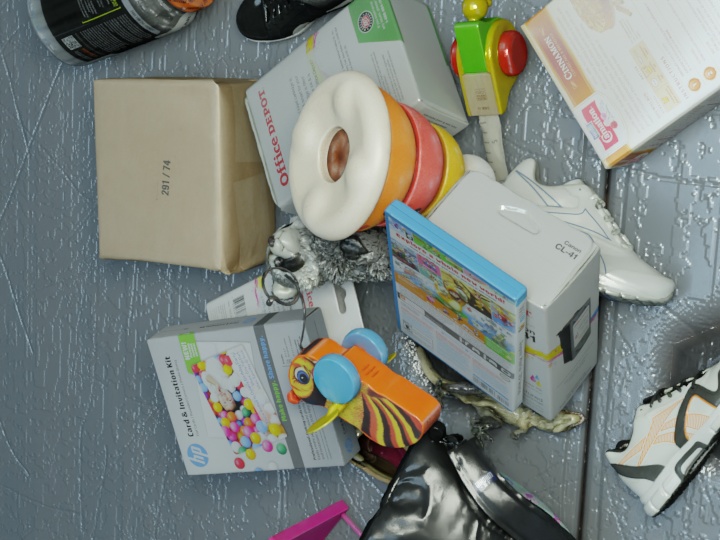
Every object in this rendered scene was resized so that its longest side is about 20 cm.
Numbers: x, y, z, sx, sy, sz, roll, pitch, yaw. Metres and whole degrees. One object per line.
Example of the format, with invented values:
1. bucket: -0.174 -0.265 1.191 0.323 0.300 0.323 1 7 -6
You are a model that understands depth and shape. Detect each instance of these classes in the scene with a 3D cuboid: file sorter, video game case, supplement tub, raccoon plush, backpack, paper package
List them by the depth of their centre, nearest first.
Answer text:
1. video game case: 0.085 0.035 1.185 0.142 0.018 0.201 36 158 24
2. backpack: 0.111 0.255 1.272 0.198 0.127 0.168 29 86 2
3. raccoon plush: 0.000 0.000 1.312 0.199 0.098 0.134 33 133 -24
4. file sorter: -0.068 0.372 1.431 0.125 0.138 0.201 46 118 17
5. paper package: -0.192 -0.108 1.465 0.188 0.103 0.204 5 100 32
6. supplement tub: -0.257 -0.306 1.468 0.198 0.122 0.125 -12 90 34

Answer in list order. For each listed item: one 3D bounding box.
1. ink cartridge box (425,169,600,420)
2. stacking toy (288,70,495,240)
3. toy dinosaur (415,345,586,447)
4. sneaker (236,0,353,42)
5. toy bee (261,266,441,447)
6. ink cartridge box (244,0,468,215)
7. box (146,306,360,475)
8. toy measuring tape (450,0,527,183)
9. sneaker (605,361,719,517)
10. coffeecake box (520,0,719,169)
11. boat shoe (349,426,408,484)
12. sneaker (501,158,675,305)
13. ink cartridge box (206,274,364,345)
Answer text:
1. ink cartridge box: 0.136 0.026 1.218 0.147 0.201 0.086 32 68 27
2. stacking toy: 0.047 -0.092 1.214 0.145 0.198 0.149 -13 75 54
3. toy dinosaur: 0.116 0.128 1.307 0.198 0.088 0.048 24 111 28
4. sneaker: -0.071 -0.286 1.356 0.198 0.111 0.074 -16 87 33
5. toy bee: -0.019 0.099 1.265 0.201 0.130 0.109 56 139 25
6. ink cartridge box: -0.009 -0.162 1.329 0.199 0.087 0.147 -33 61 30
7. box: -0.111 0.126 1.377 0.197 0.041 0.158 -7 105 31
8. toy measuring tape: 0.131 -0.170 1.285 0.073 0.074 0.203 1 120 32
9. sneaker: 0.291 0.127 1.203 0.080 0.073 0.201 43 116 23
10. coffeecake box: 0.264 -0.209 1.173 0.199 0.073 0.155 -36 77 31
11. boat shoe: 0.008 0.169 1.394 0.198 0.066 0.075 22 109 31
12. sneaker: 0.204 -0.034 1.240 0.199 0.074 0.088 32 94 19
13. ink cartridge box: -0.062 0.056 1.412 0.198 0.067 0.117 -25 70 33
